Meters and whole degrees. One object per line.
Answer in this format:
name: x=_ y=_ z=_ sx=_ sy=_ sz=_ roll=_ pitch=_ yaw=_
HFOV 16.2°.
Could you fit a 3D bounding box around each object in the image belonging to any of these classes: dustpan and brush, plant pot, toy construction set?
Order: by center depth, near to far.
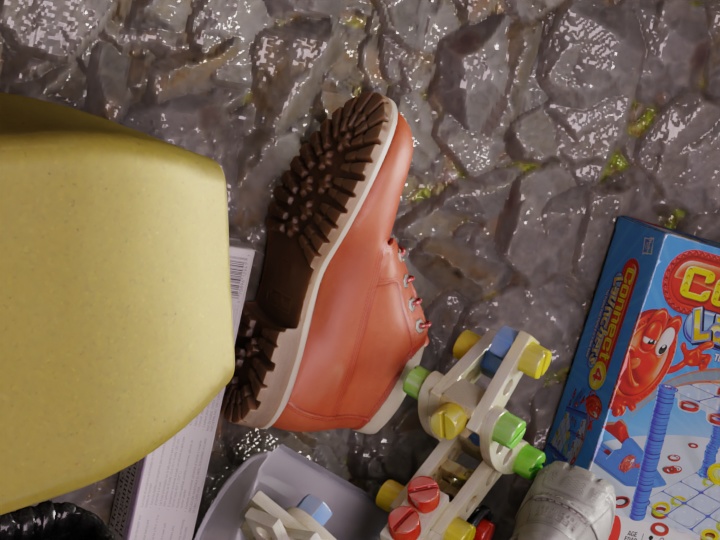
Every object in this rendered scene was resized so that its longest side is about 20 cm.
plant pot: x=-0.175 y=0.006 z=1.287 sx=0.200 sy=0.194 sz=0.196 roll=-8 pitch=105 yaw=-27
toy construction set: x=0.028 y=0.124 z=1.406 sx=0.200 sy=0.092 sz=0.131 roll=-36 pitch=150 yaw=-21
dustpan and brush: x=-0.065 y=0.205 z=1.458 sx=0.140 sy=0.057 sz=0.200 roll=33 pitch=81 yaw=-38

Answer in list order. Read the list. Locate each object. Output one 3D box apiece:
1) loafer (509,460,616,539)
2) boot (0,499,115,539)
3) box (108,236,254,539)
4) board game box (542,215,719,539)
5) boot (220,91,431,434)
loafer: x=0.107 y=0.193 z=1.476 sx=0.070 sy=0.070 sz=0.200 roll=-54 pitch=155 yaw=-38
boot: x=-0.151 y=0.182 z=1.322 sx=0.211 sy=0.079 sz=0.158 roll=-33 pitch=137 yaw=-53
box: x=-0.102 y=0.077 z=1.412 sx=0.041 sy=0.039 sz=0.200 roll=8 pitch=99 yaw=-24
board game box: x=0.222 y=0.087 z=1.547 sx=0.200 sy=0.056 sz=0.196 roll=14 pitch=96 yaw=-26
boot: x=0.000 y=0.000 z=1.426 sx=0.107 sy=0.075 sz=0.200 roll=14 pitch=105 yaw=-29
